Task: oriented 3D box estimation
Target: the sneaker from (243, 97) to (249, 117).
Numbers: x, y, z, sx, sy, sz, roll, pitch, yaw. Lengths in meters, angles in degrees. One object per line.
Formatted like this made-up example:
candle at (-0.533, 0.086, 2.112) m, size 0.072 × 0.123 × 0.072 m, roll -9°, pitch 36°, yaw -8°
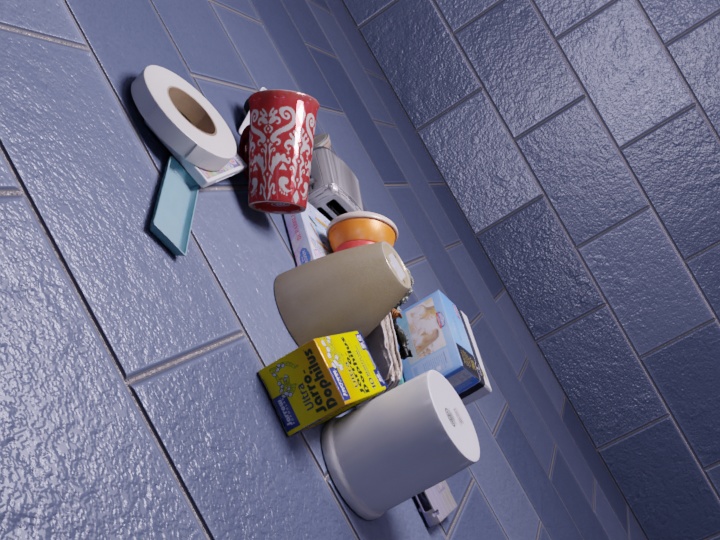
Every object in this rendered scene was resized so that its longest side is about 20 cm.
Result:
sneaker at (-0.197, -0.330, 1.834) m, size 0.093 × 0.071 × 0.199 m, roll 40°, pitch 11°, yaw 37°

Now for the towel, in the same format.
towel at (0.022, 0.161, 1.524) m, size 0.034 × 0.133 × 0.201 m, roll 18°, pitch 34°, yaw -22°

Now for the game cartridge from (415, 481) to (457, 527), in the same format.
game cartridge at (0.111, 0.371, 1.585) m, size 0.202 × 0.038 × 0.129 m, roll 63°, pitch 14°, yaw 12°

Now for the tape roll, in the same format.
tape roll at (-0.289, -0.251, 1.392) m, size 0.203 × 0.037 × 0.203 m, roll 44°, pitch 18°, yaw -18°

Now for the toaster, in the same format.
toaster at (-0.065, -0.162, 1.831) m, size 0.200 × 0.113 × 0.130 m, roll 44°, pitch 27°, yaw -47°

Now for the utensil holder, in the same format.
utensil holder at (0.065, 0.273, 1.333) m, size 0.170 × 0.199 × 0.171 m, roll 50°, pitch 20°, yaw -26°

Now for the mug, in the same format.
mug at (-0.152, -0.210, 1.568) m, size 0.177 × 0.132 × 0.203 m, roll 155°, pitch -61°, yaw -71°

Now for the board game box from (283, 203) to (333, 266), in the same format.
board game box at (-0.074, -0.034, 1.706) m, size 0.200 × 0.041 × 0.201 m, roll 39°, pitch 27°, yaw -50°

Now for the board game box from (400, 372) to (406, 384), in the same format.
board game box at (0.096, 0.207, 1.788) m, size 0.200 × 0.045 × 0.153 m, roll 37°, pitch 29°, yaw -52°

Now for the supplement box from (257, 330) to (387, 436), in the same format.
supplement box at (-0.053, 0.171, 1.317) m, size 0.110 × 0.109 × 0.200 m, roll 62°, pitch 18°, yaw 10°

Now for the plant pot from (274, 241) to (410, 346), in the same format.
plant pot at (-0.017, 0.039, 1.483) m, size 0.188 × 0.199 × 0.188 m, roll 51°, pitch 18°, yaw -24°

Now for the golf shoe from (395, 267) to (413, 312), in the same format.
golf shoe at (0.055, 0.049, 1.790) m, size 0.098 × 0.077 × 0.201 m, roll 57°, pitch -28°, yaw 36°

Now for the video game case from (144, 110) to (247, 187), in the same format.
video game case at (-0.276, -0.215, 1.439) m, size 0.143 × 0.018 × 0.200 m, roll 49°, pitch 18°, yaw -3°

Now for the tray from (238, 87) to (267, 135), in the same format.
tray at (-0.179, -0.291, 1.776) m, size 0.022 × 0.108 × 0.200 m, roll 21°, pitch -9°, yaw 36°

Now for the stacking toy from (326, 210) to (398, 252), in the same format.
stacking toy at (0.000, 0.000, 1.643) m, size 0.146 × 0.145 × 0.202 m, roll 38°, pitch 47°, yaw -49°

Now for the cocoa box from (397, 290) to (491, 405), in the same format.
cocoa box at (0.162, 0.171, 1.729) m, size 0.131 × 0.133 × 0.201 m, roll 40°, pitch 26°, yaw -43°

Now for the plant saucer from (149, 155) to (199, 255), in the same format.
plant saucer at (-0.281, -0.098, 1.271) m, size 0.070 × 0.019 × 0.201 m, roll 50°, pitch 20°, yaw -31°

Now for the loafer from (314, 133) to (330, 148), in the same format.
loafer at (-0.108, -0.258, 1.960) m, size 0.201 × 0.071 × 0.063 m, roll -71°, pitch 145°, yaw -60°

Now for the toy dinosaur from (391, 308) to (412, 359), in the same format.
toy dinosaur at (0.037, 0.113, 1.640) m, size 0.200 × 0.101 × 0.137 m, roll 66°, pitch 10°, yaw -79°
